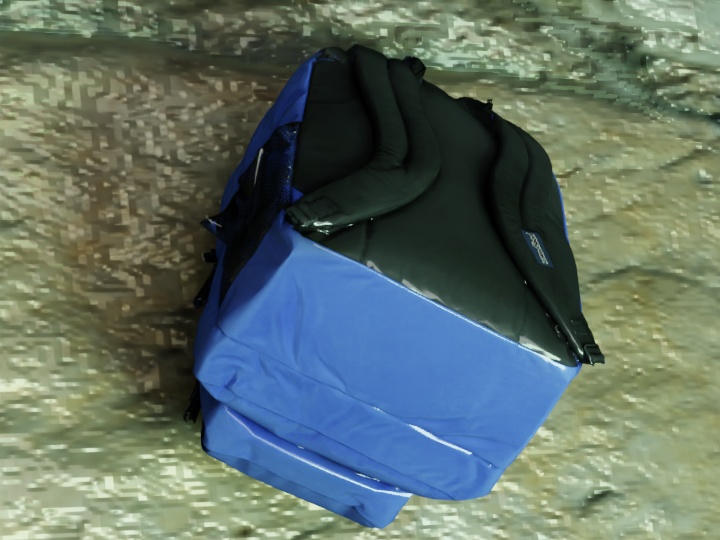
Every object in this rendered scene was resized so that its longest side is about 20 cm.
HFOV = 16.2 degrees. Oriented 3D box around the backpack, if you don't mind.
[{"bbox_3d":[0.000,0.000,1.157,0.162,0.168,0.200,30,32,-18],"label":"backpack"}]
